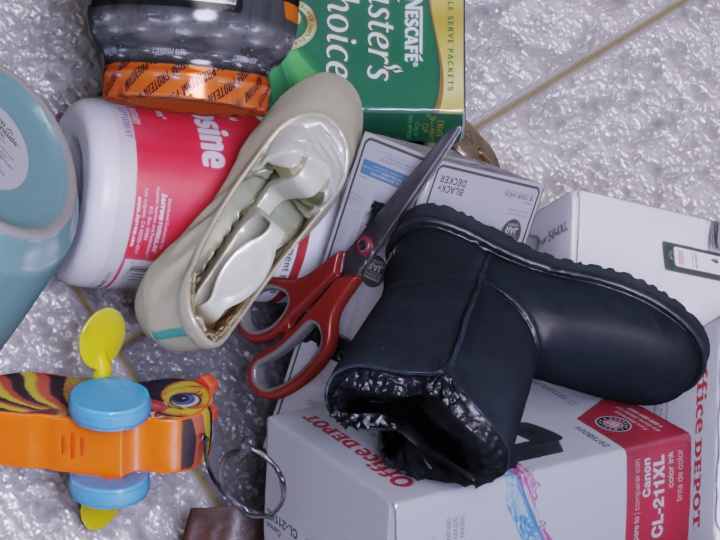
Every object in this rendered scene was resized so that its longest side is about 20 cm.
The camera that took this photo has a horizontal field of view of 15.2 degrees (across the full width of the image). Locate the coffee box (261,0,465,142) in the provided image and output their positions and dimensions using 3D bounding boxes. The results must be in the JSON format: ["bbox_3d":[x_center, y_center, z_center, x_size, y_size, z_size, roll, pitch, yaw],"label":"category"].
[{"bbox_3d":[-0.032,-0.144,1.690,0.199,0.044,0.124,3,65,-1],"label":"coffee box"}]

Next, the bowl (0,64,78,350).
[{"bbox_3d":[-0.235,-0.047,1.524,0.200,0.105,0.202,34,41,-36],"label":"bowl"}]

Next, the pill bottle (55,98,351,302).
[{"bbox_3d":[-0.083,-0.039,1.632,0.199,0.112,0.113,5,70,-23],"label":"pill bottle"}]

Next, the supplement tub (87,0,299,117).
[{"bbox_3d":[-0.092,-0.193,1.550,0.122,0.122,0.201,6,88,-22],"label":"supplement tub"}]

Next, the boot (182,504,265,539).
[{"bbox_3d":[-0.120,0.206,1.553,0.186,0.064,0.201,33,64,-25],"label":"boot"}]

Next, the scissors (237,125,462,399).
[{"bbox_3d":[0.000,0.000,1.556,0.014,0.200,0.073,12,48,-52],"label":"scissors"}]

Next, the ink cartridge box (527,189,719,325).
[{"bbox_3d":[0.190,0.026,1.712,0.199,0.146,0.085,11,69,-19],"label":"ink cartridge box"}]

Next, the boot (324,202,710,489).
[{"bbox_3d":[0.087,0.061,1.471,0.199,0.077,0.168,25,40,-4],"label":"boot"}]

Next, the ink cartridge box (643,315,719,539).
[{"bbox_3d":[0.206,0.129,1.650,0.084,0.200,0.147,13,67,-19],"label":"ink cartridge box"}]

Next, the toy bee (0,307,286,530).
[{"bbox_3d":[-0.129,0.096,1.567,0.199,0.131,0.109,29,27,6],"label":"toy bee"}]

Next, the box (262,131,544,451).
[{"bbox_3d":[0.026,0.028,1.609,0.116,0.060,0.201,8,101,-51],"label":"box"}]

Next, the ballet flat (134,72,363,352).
[{"bbox_3d":[-0.051,-0.034,1.548,0.069,0.069,0.200,38,71,-7],"label":"ballet flat"}]

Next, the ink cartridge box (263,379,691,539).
[{"bbox_3d":[0.064,0.124,1.521,0.199,0.146,0.083,-10,112,-30],"label":"ink cartridge box"}]

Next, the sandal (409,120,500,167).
[{"bbox_3d":[0.060,-0.069,1.723,0.057,0.080,0.202,-7,74,-15],"label":"sandal"}]
